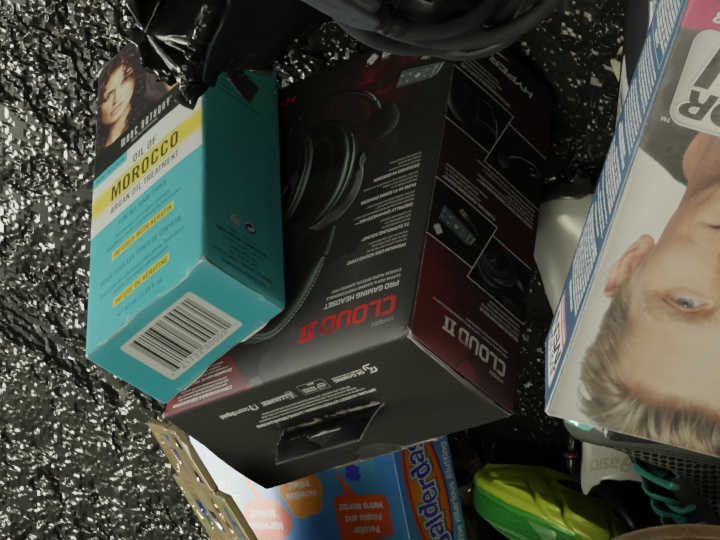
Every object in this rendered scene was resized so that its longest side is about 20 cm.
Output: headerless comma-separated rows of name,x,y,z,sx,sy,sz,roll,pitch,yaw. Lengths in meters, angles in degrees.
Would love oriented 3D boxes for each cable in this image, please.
cable,0.029,-0.171,0.924,0.051,0.200,0.164,24,90,52

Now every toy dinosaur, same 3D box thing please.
toy dinosaur,0.053,0.143,1.220,0.200,0.058,0.101,19,142,28

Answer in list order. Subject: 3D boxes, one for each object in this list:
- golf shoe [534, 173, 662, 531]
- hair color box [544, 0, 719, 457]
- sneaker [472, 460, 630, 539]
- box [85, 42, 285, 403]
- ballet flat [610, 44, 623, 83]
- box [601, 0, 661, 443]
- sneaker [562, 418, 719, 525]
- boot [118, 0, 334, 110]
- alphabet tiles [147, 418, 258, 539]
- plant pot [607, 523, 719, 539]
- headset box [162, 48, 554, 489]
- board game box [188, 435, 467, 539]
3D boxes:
golf shoe,0.129,0.052,1.083,0.078,0.094,0.200,-20,106,38
hair color box,0.141,-0.032,0.831,0.100,0.061,0.200,14,118,-3
sneaker,0.132,0.170,1.155,0.200,0.074,0.084,37,104,4
box,-0.081,-0.041,1.068,0.049,0.200,0.082,34,123,-31
ballet flat,0.142,-0.109,1.003,0.070,0.067,0.200,27,133,44
box,0.201,-0.036,0.925,0.199,0.118,0.197,3,119,1
sneaker,0.163,0.101,1.029,0.078,0.200,0.091,24,93,54
boot,-0.012,-0.163,0.977,0.073,0.162,0.198,49,136,26
alphabet tiles,-0.042,0.158,1.101,0.200,0.006,0.166,59,168,-5
plant pot,0.113,0.221,1.013,0.200,0.200,0.198,44,162,-2
headset box,0.000,0.000,1.048,0.149,0.200,0.077,-20,135,38
board game box,-0.018,0.110,1.179,0.152,0.045,0.201,-6,98,45
